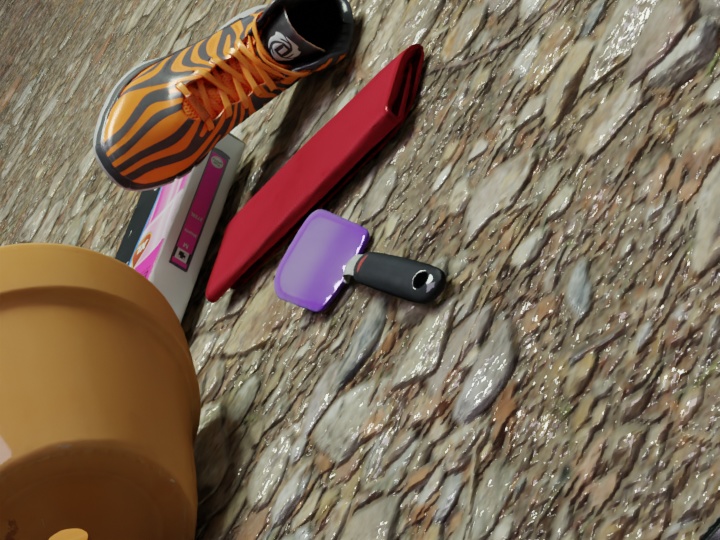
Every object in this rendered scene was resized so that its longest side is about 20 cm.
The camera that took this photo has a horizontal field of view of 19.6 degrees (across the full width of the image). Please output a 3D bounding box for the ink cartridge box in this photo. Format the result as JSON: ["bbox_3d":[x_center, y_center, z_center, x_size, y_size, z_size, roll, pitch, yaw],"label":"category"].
[{"bbox_3d":[-0.138,-0.001,1.395,0.095,0.037,0.200,-38,28,44],"label":"ink cartridge box"}]

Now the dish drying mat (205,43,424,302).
[{"bbox_3d":[-0.029,-0.056,1.255,0.200,0.018,0.077,-43,23,40],"label":"dish drying mat"}]

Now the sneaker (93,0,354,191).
[{"bbox_3d":[-0.084,-0.131,1.351,0.200,0.078,0.112,-44,12,-31],"label":"sneaker"}]

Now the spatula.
[{"bbox_3d":[0.000,0.000,1.083,0.057,0.021,0.200,-59,19,-7],"label":"spatula"}]

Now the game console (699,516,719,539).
[{"bbox_3d":[0.121,0.133,0.423,0.200,0.172,0.119,-52,-7,16],"label":"game console"}]

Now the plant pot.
[{"bbox_3d":[-0.171,0.106,1.119,0.200,0.200,0.140,-52,37,17],"label":"plant pot"}]
